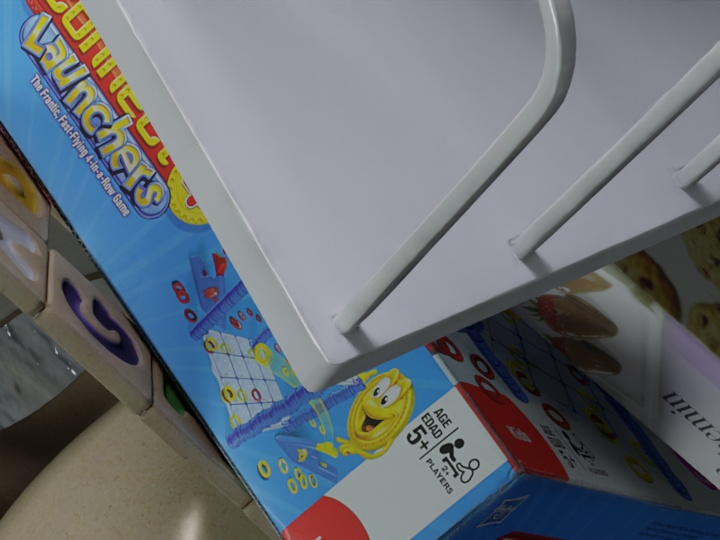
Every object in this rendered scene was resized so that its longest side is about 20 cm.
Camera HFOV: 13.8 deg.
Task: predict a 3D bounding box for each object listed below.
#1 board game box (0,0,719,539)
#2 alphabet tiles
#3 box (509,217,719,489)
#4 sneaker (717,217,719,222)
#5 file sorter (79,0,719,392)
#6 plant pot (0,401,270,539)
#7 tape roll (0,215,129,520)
[{"bbox_3d":[0.000,0.000,0.766,0.056,0.200,0.196,-40,70,13],"label":"board game box"},{"bbox_3d":[-0.044,0.001,0.756,0.167,0.008,0.200,44,-166,-21],"label":"alphabet tiles"},{"bbox_3d":[0.073,0.008,0.692,0.200,0.042,0.039,41,145,-21],"label":"box"},{"bbox_3d":[0.051,-0.071,0.747,0.200,0.071,0.113,52,152,9],"label":"sneaker"},{"bbox_3d":[0.056,-0.091,0.601,0.139,0.200,0.125,60,146,12],"label":"file sorter"},{"bbox_3d":[-0.030,0.105,0.914,0.200,0.200,0.135,25,103,50],"label":"plant pot"},{"bbox_3d":[-0.104,0.029,0.938,0.037,0.202,0.203,47,145,31],"label":"tape roll"}]
